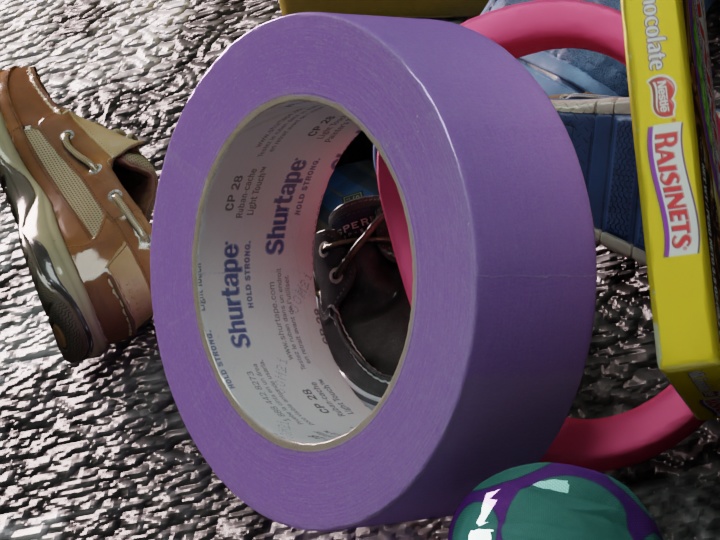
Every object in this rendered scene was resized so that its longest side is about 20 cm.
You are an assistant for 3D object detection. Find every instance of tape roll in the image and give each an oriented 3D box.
[{"bbox_3d":[0.000,0.000,0.929,0.066,0.200,0.200,-1,18,-41],"label":"tape roll"}]

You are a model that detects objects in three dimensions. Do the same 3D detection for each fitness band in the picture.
[{"bbox_3d":[0.085,-0.017,0.956,0.143,0.037,0.200,-21,70,10],"label":"fitness band"}]

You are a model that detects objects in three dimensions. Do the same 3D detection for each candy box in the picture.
[{"bbox_3d":[0.119,-0.051,0.881,0.026,0.102,0.200,-7,75,12],"label":"candy box"}]

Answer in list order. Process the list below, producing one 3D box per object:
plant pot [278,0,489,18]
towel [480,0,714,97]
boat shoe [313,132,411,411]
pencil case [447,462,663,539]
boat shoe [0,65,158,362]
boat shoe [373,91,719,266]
[{"bbox_3d":[0.045,-0.270,1.236,0.195,0.200,0.194,3,44,30],"label":"plant pot"},{"bbox_3d":[0.133,-0.157,1.118,0.112,0.049,0.200,32,85,47],"label":"towel"},{"bbox_3d":[0.006,-0.009,1.045,0.070,0.066,0.200,-19,36,6],"label":"boat shoe"},{"bbox_3d":[0.060,0.161,0.789,0.092,0.085,0.200,-53,16,38],"label":"pencil case"},{"bbox_3d":[-0.134,-0.034,1.156,0.074,0.076,0.200,-21,44,-5],"label":"boat shoe"},{"bbox_3d":[0.110,-0.048,1.022,0.200,0.072,0.072,14,14,14],"label":"boat shoe"}]
